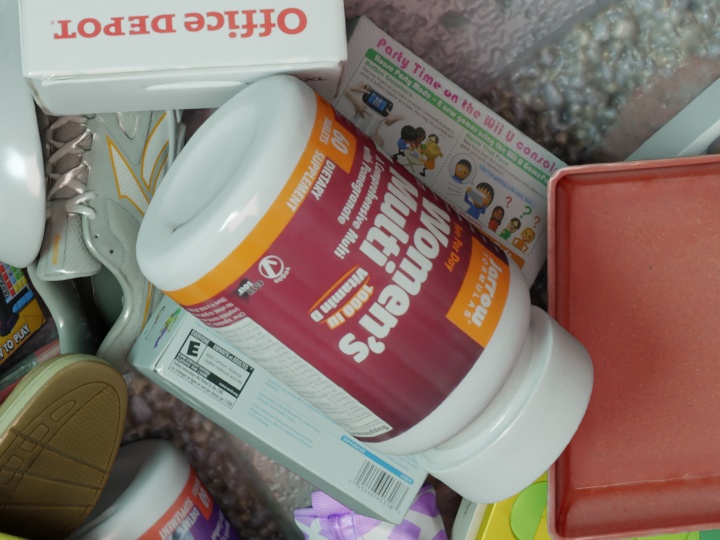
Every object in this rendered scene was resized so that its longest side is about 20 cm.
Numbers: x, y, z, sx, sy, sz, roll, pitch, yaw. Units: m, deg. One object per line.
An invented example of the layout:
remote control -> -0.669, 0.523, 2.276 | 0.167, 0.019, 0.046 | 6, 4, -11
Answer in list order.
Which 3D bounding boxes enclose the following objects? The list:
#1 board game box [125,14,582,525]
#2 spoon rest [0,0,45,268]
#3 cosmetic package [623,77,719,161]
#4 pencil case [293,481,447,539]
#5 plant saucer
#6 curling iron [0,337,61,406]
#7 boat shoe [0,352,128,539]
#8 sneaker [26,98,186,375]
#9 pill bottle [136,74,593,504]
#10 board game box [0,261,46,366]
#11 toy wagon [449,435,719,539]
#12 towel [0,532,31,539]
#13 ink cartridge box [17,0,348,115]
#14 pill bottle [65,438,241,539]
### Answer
board game box -> 0.000, 0.000, 0.975 | 0.147, 0.064, 0.201 | 34, 79, -16
spoon rest -> -0.182, -0.100, 0.948 | 0.060, 0.099, 0.202 | -14, 85, -26
cosmetic package -> 0.229, -0.033, 1.032 | 0.200, 0.052, 0.151 | -41, 108, 7
pencil case -> 0.018, 0.211, 1.036 | 0.083, 0.085, 0.202 | -17, 82, 31
plant saucer -> 0.187, 0.032, 0.999 | 0.197, 0.037, 0.202 | -5, 109, -8
curling iron -> -0.194, 0.082, 0.975 | 0.025, 0.199, 0.050 | 12, 121, 38
boat shoe -> -0.184, 0.117, 0.956 | 0.073, 0.063, 0.201 | 26, 104, -41
sneaker -> -0.130, -0.039, 0.966 | 0.075, 0.092, 0.202 | -4, 108, 27
pill bottle -> 0.006, 0.013, 0.881 | 0.199, 0.110, 0.110 | 38, 100, -23
board game box -> -0.247, 0.003, 0.924 | 0.056, 0.200, 0.167 | -12, 111, 28
toy wagon -> 0.150, 0.143, 1.067 | 0.198, 0.040, 0.157 | 19, 95, -17
towel -> -0.191, 0.146, 0.899 | 0.199, 0.018, 0.086 | 23, 125, -42
ink cartridge box -> -0.085, -0.178, 0.907 | 0.144, 0.084, 0.202 | -3, 83, -4
pill bottle -> -0.090, 0.199, 1.039 | 0.111, 0.112, 0.201 | -31, 107, 5
